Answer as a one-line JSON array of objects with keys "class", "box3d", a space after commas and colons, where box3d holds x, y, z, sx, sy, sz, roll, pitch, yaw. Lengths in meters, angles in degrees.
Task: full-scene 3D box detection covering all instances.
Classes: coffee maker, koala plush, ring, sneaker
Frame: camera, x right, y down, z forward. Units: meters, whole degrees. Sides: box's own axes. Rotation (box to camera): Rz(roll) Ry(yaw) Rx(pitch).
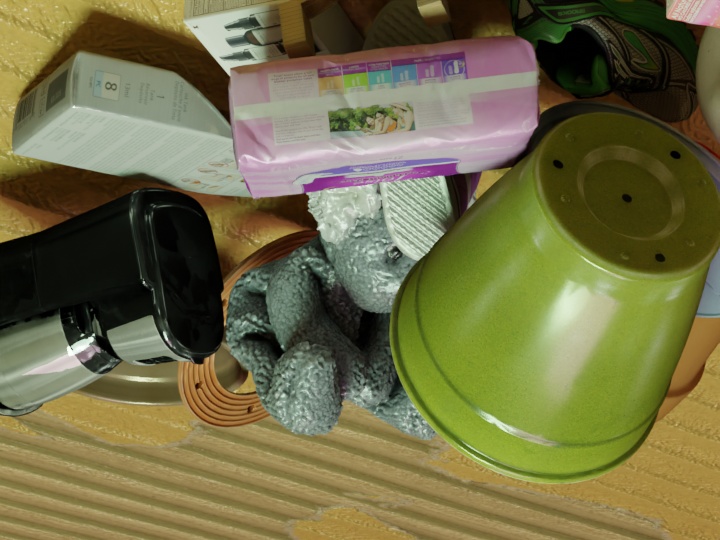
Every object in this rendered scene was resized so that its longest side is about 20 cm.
[{"class": "coffee maker", "box3d": [-0.224, 0.002, 1.583, 0.199, 0.193, 0.135, -18, -168, 24]}, {"class": "koala plush", "box3d": [0.000, 0.000, 1.551, 0.176, 0.184, 0.201, 4, 122, -41]}, {"class": "ring", "box3d": [-0.077, 0.048, 1.719, 0.019, 0.201, 0.200, 39, 175, 34]}, {"class": "sneaker", "box3d": [0.160, -0.143, 1.349, 0.078, 0.086, 0.199, -18, 148, 40]}, {"class": "sneaker", "box3d": [0.049, -0.120, 1.436, 0.072, 0.114, 0.202, 10, 125, 18]}]

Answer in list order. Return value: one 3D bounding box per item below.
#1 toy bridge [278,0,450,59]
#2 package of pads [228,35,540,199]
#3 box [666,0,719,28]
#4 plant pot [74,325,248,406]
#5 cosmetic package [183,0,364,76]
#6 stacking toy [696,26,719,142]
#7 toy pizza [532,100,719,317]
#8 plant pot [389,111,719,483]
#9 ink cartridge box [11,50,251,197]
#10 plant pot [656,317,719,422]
[{"class": "toy bridge", "box3d": [0.043, -0.190, 1.282, 0.199, 0.068, 0.027, -16, 151, 12]}, {"class": "package of pads", "box3d": [0.017, -0.099, 1.302, 0.198, 0.076, 0.121, -7, 171, 2]}, {"class": "box", "box3d": [0.246, -0.227, 1.139, 0.094, 0.103, 0.200, 7, 156, -8]}, {"class": "plant pot", "box3d": [-0.195, 0.042, 1.778, 0.199, 0.093, 0.201, 2, 156, 1]}, {"class": "cosmetic package", "box3d": [-0.044, -0.147, 1.407, 0.082, 0.051, 0.200, -6, 153, 22]}, {"class": "stacking toy", "box3d": [0.325, -0.114, 1.328, 0.145, 0.147, 0.200, -14, 158, 33]}, {"class": "toy pizza", "box3d": [0.201, -0.046, 1.378, 0.199, 0.032, 0.201, 30, 153, 17]}, {"class": "plant pot", "box3d": [0.142, 0.005, 1.311, 0.199, 0.202, 0.193, 10, 144, -14]}, {"class": "ink cartridge box", "box3d": [-0.142, -0.105, 1.488, 0.199, 0.048, 0.160, 9, 167, -24]}, {"class": "plant pot", "box3d": [0.213, -0.001, 1.544, 0.199, 0.201, 0.140, 19, 134, -30]}]
